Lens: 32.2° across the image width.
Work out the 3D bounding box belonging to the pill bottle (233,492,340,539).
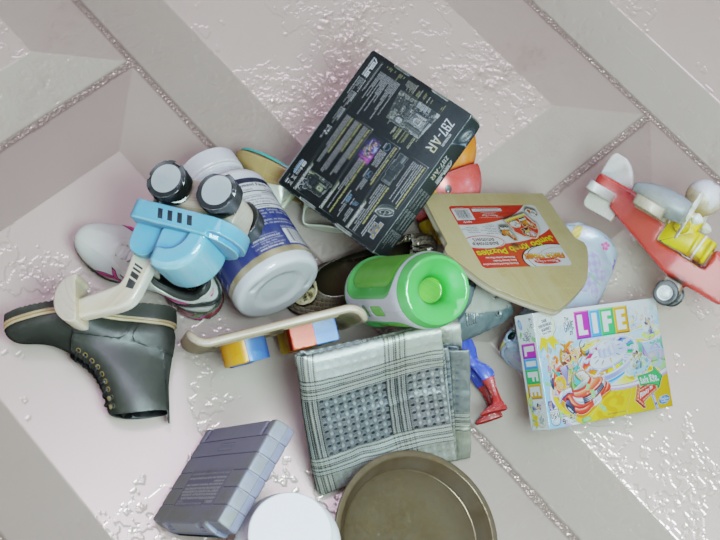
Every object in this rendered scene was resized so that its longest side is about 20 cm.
[{"bbox_3d":[-0.079,0.300,1.320,0.112,0.200,0.113,2,65,-5],"label":"pill bottle"}]

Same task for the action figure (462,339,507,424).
[{"bbox_3d":[0.098,0.091,1.508,0.099,0.065,0.200,-14,70,-10],"label":"action figure"}]

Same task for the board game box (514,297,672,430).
[{"bbox_3d":[0.278,0.109,1.475,0.200,0.034,0.135,-6,85,-33],"label":"board game box"}]

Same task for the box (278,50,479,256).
[{"bbox_3d":[0.021,-0.139,1.491,0.160,0.044,0.200,36,92,24],"label":"box"}]

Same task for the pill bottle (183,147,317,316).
[{"bbox_3d":[-0.144,-0.052,1.514,0.111,0.111,0.200,-25,62,-16],"label":"pill bottle"}]

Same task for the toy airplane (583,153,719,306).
[{"bbox_3d":[0.371,-0.068,1.519,0.141,0.199,0.200,-39,30,15],"label":"toy airplane"}]

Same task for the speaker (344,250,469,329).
[{"bbox_3d":[0.047,0.022,1.382,0.088,0.200,0.089,0,89,-19],"label":"speaker"}]

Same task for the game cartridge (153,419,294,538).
[{"bbox_3d":[-0.151,0.228,1.353,0.038,0.200,0.130,34,67,-19],"label":"game cartridge"}]

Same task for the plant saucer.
[{"bbox_3d":[0.060,0.303,1.405,0.200,0.029,0.200,9,66,-20],"label":"plant saucer"}]

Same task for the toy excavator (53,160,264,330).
[{"bbox_3d":[-0.230,-0.015,1.403,0.194,0.100,0.200,13,71,19],"label":"toy excavator"}]

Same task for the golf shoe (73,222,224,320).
[{"bbox_3d":[-0.255,-0.012,1.500,0.200,0.092,0.073,23,72,6],"label":"golf shoe"}]

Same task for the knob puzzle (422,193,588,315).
[{"bbox_3d":[0.182,-0.015,1.477,0.219,0.030,0.220,13,40,-11],"label":"knob puzzle"}]

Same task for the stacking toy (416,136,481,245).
[{"bbox_3d":[0.113,-0.083,1.570,0.146,0.146,0.200,-24,87,-16],"label":"stacking toy"}]

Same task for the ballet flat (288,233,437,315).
[{"bbox_3d":[0.000,0.000,1.528,0.200,0.046,0.067,-19,64,2],"label":"ballet flat"}]

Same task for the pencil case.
[{"bbox_3d":[0.244,0.038,1.537,0.091,0.083,0.200,38,64,-15],"label":"pencil case"}]

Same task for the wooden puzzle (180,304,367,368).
[{"bbox_3d":[-0.102,0.080,1.433,0.200,0.185,0.046,-9,86,-11],"label":"wooden puzzle"}]

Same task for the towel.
[{"bbox_3d":[0.033,0.157,1.419,0.200,0.193,0.035,-12,26,-12],"label":"towel"}]

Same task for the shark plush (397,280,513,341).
[{"bbox_3d":[0.089,0.086,1.444,0.200,0.091,0.083,-48,111,-20],"label":"shark plush"}]

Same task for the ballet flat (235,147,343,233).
[{"bbox_3d":[-0.075,-0.093,1.573,0.200,0.069,0.063,22,79,5],"label":"ballet flat"}]

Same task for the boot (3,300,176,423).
[{"bbox_3d":[-0.315,0.110,1.453,0.200,0.077,0.139,-1,71,-6],"label":"boot"}]
